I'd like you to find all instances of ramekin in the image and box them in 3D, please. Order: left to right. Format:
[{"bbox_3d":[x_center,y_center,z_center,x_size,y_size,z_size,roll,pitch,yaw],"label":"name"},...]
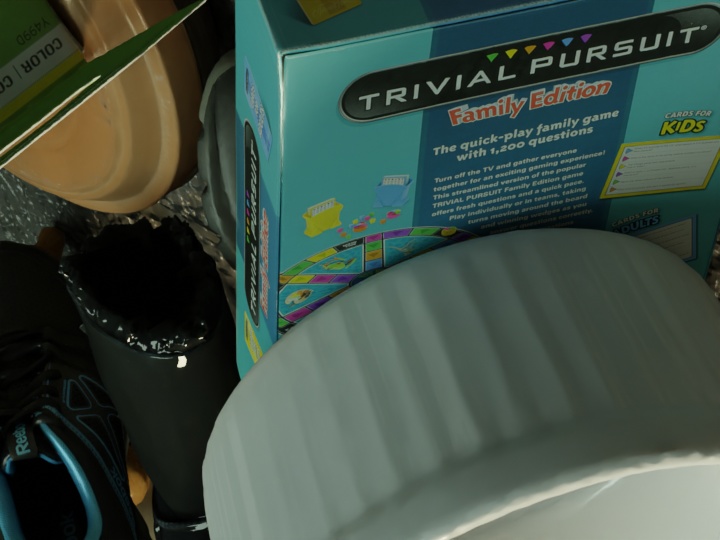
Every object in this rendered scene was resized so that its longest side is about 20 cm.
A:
[{"bbox_3d":[0.045,0.077,0.674,0.201,0.199,0.098,95,159,-53],"label":"ramekin"}]

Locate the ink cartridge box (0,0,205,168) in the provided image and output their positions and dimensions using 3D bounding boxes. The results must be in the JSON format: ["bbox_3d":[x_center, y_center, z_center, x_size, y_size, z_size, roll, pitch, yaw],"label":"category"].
[{"bbox_3d":[-0.164,-0.066,0.757,0.199,0.148,0.076,-13,115,56],"label":"ink cartridge box"}]

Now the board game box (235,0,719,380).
[{"bbox_3d":[0.039,-0.028,0.656,0.201,0.150,0.047,94,159,-52],"label":"board game box"}]

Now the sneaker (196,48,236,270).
[{"bbox_3d":[0.000,0.000,0.842,0.079,0.076,0.201,-12,114,24],"label":"sneaker"}]

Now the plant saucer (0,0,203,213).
[{"bbox_3d":[-0.146,-0.105,0.867,0.200,0.032,0.201,33,148,24],"label":"plant saucer"}]

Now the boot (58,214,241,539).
[{"bbox_3d":[-0.052,0.079,0.839,0.198,0.073,0.164,47,154,55],"label":"boot"}]

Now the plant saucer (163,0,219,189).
[{"bbox_3d":[-0.128,-0.120,0.884,0.199,0.029,0.201,33,149,23],"label":"plant saucer"}]

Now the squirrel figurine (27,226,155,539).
[{"bbox_3d":[-0.163,0.077,1.067,0.199,0.141,0.188,5,124,47],"label":"squirrel figurine"}]

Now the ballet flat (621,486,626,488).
[{"bbox_3d":[0.120,0.097,0.772,0.199,0.068,0.064,2,85,51],"label":"ballet flat"}]

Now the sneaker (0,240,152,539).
[{"bbox_3d":[-0.134,0.065,0.925,0.082,0.073,0.201,68,179,-63],"label":"sneaker"}]
